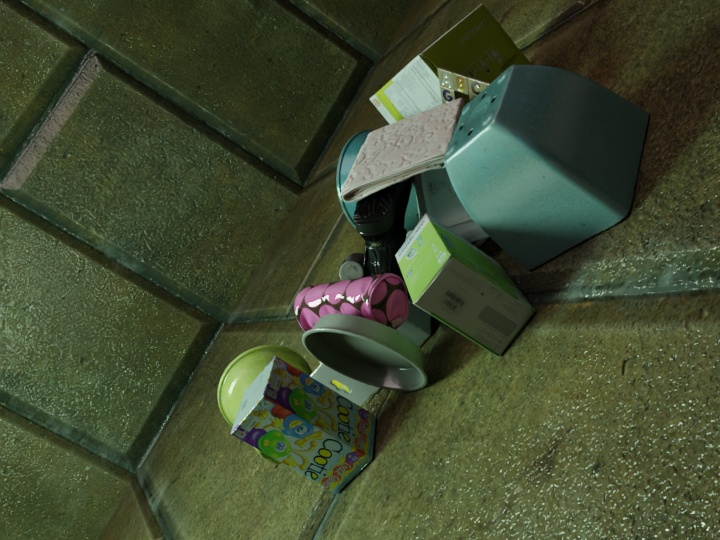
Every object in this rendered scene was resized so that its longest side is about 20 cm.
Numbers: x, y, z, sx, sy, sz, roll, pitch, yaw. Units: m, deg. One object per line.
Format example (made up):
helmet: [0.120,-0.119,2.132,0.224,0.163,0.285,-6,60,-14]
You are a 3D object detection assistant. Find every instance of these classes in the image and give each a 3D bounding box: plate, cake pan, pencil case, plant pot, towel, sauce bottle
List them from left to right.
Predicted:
plant pot: [-0.161,0.271,1.531,0.200,0.200,0.184,-56,26,5]
pencil case: [-0.012,0.060,1.233,0.200,0.091,0.094,-11,90,52]
sauce bottle: [0.000,0.000,1.369,0.066,0.066,0.200,-56,-4,4]
cake pan: [0.011,0.123,1.204,0.200,0.200,0.037,-30,34,60]
towel: [0.072,-0.192,1.264,0.191,0.032,0.200,-17,29,27]
plant pot: [0.093,-0.164,1.423,0.188,0.200,0.200,-2,53,43]
plate: [0.167,-0.143,1.251,0.200,0.032,0.200,-18,70,29]
plant pot: [0.232,-0.158,1.073,0.196,0.200,0.196,-36,25,54]

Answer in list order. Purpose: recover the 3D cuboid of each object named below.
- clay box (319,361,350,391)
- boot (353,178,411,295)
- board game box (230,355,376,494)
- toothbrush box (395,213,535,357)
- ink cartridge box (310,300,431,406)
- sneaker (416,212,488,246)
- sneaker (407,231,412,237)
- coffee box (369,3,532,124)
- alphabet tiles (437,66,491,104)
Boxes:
clay box: [-0.050,0.141,1.488,0.048,0.200,0.115,-23,3,-21]
boot: [0.048,-0.063,1.290,0.079,0.158,0.211,-4,36,23]
board game box: [-0.086,0.245,1.269,0.103,0.200,0.105,-49,16,27]
toothbrush box: [0.140,0.015,1.121,0.086,0.146,0.200,-54,16,14]
ink cartridge box: [0.014,0.127,1.354,0.200,0.116,0.067,-49,18,27]
sneaker: [0.126,-0.043,1.343,0.200,0.115,0.076,-53,15,16]
sneaker: [0.087,-0.019,1.495,0.200,0.080,0.086,-54,16,16]
coffee box: [0.182,-0.332,1.490,0.200,0.200,0.198,-44,8,-28]
alphabet tiles: [0.212,-0.241,1.327,0.008,0.167,0.200,-38,46,-25]
